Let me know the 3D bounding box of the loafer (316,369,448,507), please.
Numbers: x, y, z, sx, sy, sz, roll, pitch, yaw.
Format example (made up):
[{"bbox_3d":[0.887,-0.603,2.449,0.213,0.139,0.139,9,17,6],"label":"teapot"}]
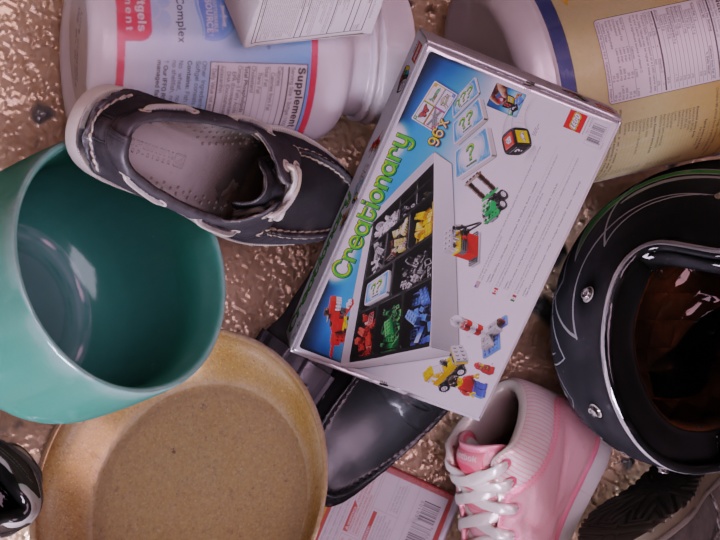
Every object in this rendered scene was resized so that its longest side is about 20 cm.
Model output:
[{"bbox_3d":[0.031,0.062,1.340,0.068,0.070,0.201,45,72,-13],"label":"loafer"}]

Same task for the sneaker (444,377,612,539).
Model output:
[{"bbox_3d":[0.081,0.161,1.351,0.104,0.075,0.202,33,73,-39],"label":"sneaker"}]

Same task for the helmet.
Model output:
[{"bbox_3d":[0.214,0.027,1.343,0.189,0.200,0.202,-18,99,24],"label":"helmet"}]

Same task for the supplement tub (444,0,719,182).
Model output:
[{"bbox_3d":[0.166,-0.132,1.349,0.198,0.144,0.146,-13,95,-18],"label":"supplement tub"}]

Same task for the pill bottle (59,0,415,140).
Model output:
[{"bbox_3d":[-0.073,-0.130,1.290,0.198,0.109,0.110,-1,92,-18],"label":"pill bottle"}]

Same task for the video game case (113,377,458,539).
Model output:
[{"bbox_3d":[-0.050,0.169,1.352,0.199,0.017,0.144,26,84,-17],"label":"video game case"}]

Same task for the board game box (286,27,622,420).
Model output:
[{"bbox_3d":[0.052,-0.024,1.259,0.125,0.035,0.201,21,106,-14],"label":"board game box"}]

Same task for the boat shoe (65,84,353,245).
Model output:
[{"bbox_3d":[-0.070,-0.055,1.226,0.199,0.060,0.074,22,90,-39],"label":"boat shoe"}]

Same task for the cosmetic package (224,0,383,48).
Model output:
[{"bbox_3d":[-0.057,-0.223,1.263,0.082,0.051,0.201,-8,56,-25],"label":"cosmetic package"}]

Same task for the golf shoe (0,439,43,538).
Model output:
[{"bbox_3d":[-0.273,0.103,1.239,0.198,0.094,0.078,15,88,-16],"label":"golf shoe"}]

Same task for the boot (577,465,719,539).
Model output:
[{"bbox_3d":[0.216,0.231,1.386,0.181,0.072,0.202,-24,104,-52],"label":"boot"}]

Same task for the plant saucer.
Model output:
[{"bbox_3d":[-0.101,0.134,1.274,0.201,0.199,0.035,-62,148,-7],"label":"plant saucer"}]

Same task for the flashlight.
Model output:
[{"bbox_3d":[0.000,0.000,1.321,0.068,0.068,0.201,32,86,20],"label":"flashlight"}]

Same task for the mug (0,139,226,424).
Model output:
[{"bbox_3d":[-0.159,0.010,1.256,0.184,0.114,0.153,-1,75,-47],"label":"mug"}]
